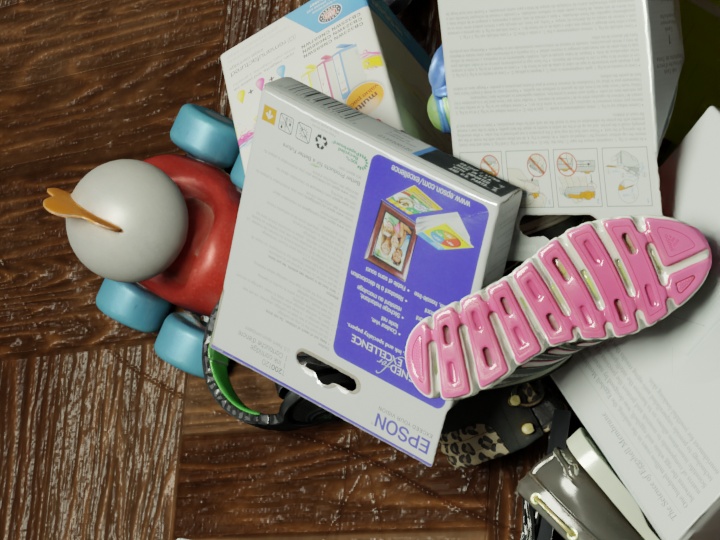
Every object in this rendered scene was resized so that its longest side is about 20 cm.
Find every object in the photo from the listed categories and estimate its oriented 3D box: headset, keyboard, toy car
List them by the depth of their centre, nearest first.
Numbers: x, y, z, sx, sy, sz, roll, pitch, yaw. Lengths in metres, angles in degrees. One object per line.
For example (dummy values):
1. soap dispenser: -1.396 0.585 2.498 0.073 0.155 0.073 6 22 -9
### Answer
1. keyboard: 0.119 0.191 1.580 0.020 0.127 0.201 5 80 20
2. headset: -0.035 0.052 1.793 0.199 0.094 0.124 -5 74 26
3. toy car: -0.174 -0.040 1.884 0.177 0.199 0.185 33 101 45

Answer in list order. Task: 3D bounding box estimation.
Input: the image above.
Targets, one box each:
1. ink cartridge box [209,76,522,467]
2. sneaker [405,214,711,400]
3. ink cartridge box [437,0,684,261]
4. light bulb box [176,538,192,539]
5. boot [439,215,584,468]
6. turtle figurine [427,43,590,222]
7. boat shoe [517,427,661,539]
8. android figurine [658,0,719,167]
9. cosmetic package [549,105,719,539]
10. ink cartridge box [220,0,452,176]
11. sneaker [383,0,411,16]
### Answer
1. ink cartridge box: 0.000 0.000 1.603 0.198 0.043 0.201 27 118 27
2. sneaker: 0.125 0.020 1.491 0.199 0.087 0.074 -27 85 15
3. ink cartridge box: 0.132 -0.108 1.530 0.162 0.050 0.201 1 103 39
4. light bulb box: -0.089 0.309 1.692 0.198 0.199 0.125 -49 49 22
5. boot: 0.095 0.040 1.639 0.199 0.073 0.151 -28 100 27
6. turtle figurine: 0.155 -0.115 1.675 0.193 0.201 0.144 -17 33 16
7. boat shoe: 0.179 0.195 1.509 0.060 0.072 0.202 -38 83 9
8. android figurine: 0.223 -0.145 1.562 0.201 0.181 0.041 -58 7 17
9. cosmetic package: 0.240 0.046 1.505 0.200 0.123 0.200 -50 49 21
10. ink cartridge box: -0.005 -0.086 1.739 0.128 0.125 0.201 -29 44 15
11. sneaker: 0.060 -0.269 1.822 0.199 0.075 0.088 -32 21 16
